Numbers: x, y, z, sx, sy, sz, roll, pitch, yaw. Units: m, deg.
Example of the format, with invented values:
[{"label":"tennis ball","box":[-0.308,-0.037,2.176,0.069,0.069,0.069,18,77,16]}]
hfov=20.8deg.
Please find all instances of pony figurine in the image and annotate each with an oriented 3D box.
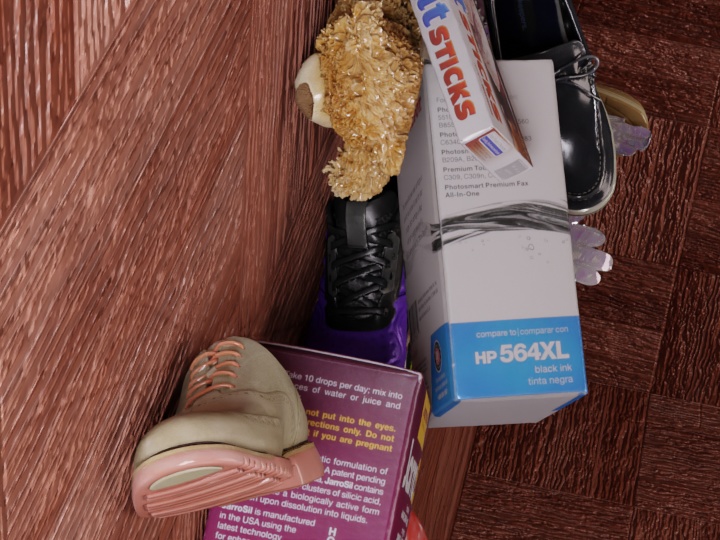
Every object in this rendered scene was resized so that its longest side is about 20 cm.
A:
[{"label":"pony figurine","box":[0.125,-0.099,1.589,0.201,0.192,0.167,74,36,-56]}]

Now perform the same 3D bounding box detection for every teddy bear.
[{"label":"teddy bear","box":[-0.001,-0.118,1.120,0.201,0.066,0.146,-82,-177,-54]}]

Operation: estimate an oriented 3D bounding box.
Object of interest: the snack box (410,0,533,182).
[{"label":"snack box","box":[0.046,-0.150,1.097,0.072,0.024,0.201,33,36,-63]}]

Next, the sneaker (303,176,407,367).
[{"label":"sneaker","box":[-0.001,0.000,1.277,0.100,0.069,0.201,82,15,-50]}]

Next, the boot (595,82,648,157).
[{"label":"boot","box":[0.158,-0.171,1.726,0.156,0.198,0.073,-72,169,-54]}]

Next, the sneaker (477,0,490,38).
[{"label":"sneaker","box":[0.067,-0.178,1.429,0.081,0.088,0.202,-66,166,-67]}]

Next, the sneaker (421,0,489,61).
[{"label":"sneaker","box":[0.037,-0.122,1.343,0.093,0.070,0.200,-47,146,-24]}]

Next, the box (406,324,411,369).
[{"label":"box","box":[0.024,0.084,1.665,0.193,0.047,0.201,-65,164,-57]}]

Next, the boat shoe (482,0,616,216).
[{"label":"boat shoe","box":[0.126,-0.134,1.348,0.062,0.074,0.202,23,52,-86]}]

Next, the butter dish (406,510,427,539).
[{"label":"butter dish","box":[-0.001,0.227,1.255,0.200,0.147,0.201,86,16,-64]}]

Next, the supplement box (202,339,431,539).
[{"label":"supplement box","box":[-0.029,0.154,1.092,0.131,0.102,0.202,67,34,-77]}]

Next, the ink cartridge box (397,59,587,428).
[{"label":"ink cartridge box","box":[0.074,-0.013,1.188,0.146,0.084,0.202,122,-35,-78]}]

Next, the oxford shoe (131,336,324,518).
[{"label":"oxford shoe","box":[-0.067,0.069,0.889,0.200,0.070,0.074,38,38,-82]}]
